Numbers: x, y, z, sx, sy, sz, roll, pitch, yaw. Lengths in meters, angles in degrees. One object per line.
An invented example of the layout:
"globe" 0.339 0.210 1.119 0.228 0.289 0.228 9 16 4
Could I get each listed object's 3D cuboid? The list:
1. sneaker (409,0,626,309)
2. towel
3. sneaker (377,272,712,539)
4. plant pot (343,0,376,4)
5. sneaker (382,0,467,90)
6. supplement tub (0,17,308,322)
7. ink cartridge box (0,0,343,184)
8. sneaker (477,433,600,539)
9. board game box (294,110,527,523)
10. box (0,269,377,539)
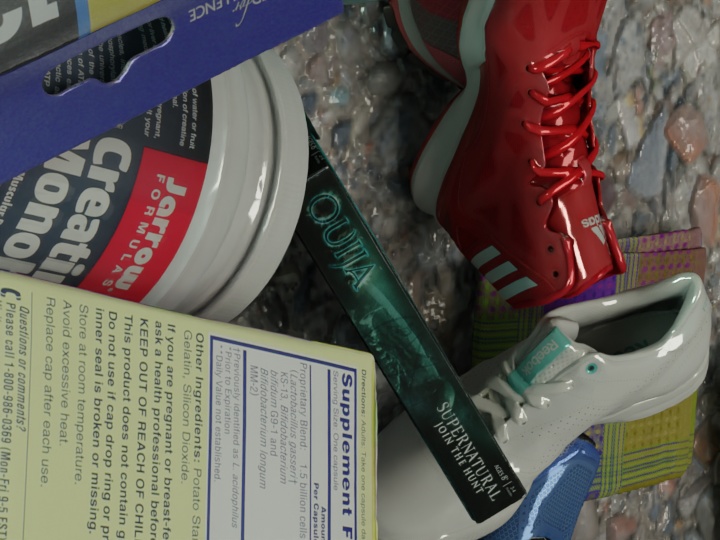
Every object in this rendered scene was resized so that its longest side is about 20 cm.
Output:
"sneaker" 0.094 -0.062 0.895 0.078 0.116 0.200 -21 149 -26
"towel" 0.120 0.053 1.078 0.200 0.023 0.144 -6 104 -45
"sneaker" 0.078 0.057 0.951 0.200 0.075 0.089 -31 156 -13
"plant pot" 0.007 -0.198 0.763 0.199 0.134 0.201 -3 101 -16
"sneaker" 0.051 -0.152 0.912 0.074 0.087 0.200 -48 130 -27
"supplement tub" -0.129 -0.050 0.707 0.200 0.140 0.141 13 89 -47
"ink cartridge box" -0.074 -0.121 0.581 0.197 0.047 0.201 -31 130 -30
"sneaker" 0.077 0.175 0.997 0.078 0.089 0.201 24 88 -48
"board game box" 0.000 0.000 0.862 0.028 0.135 0.200 -30 127 1
"box" -0.123 0.071 0.700 0.200 0.175 0.097 16 69 -46
